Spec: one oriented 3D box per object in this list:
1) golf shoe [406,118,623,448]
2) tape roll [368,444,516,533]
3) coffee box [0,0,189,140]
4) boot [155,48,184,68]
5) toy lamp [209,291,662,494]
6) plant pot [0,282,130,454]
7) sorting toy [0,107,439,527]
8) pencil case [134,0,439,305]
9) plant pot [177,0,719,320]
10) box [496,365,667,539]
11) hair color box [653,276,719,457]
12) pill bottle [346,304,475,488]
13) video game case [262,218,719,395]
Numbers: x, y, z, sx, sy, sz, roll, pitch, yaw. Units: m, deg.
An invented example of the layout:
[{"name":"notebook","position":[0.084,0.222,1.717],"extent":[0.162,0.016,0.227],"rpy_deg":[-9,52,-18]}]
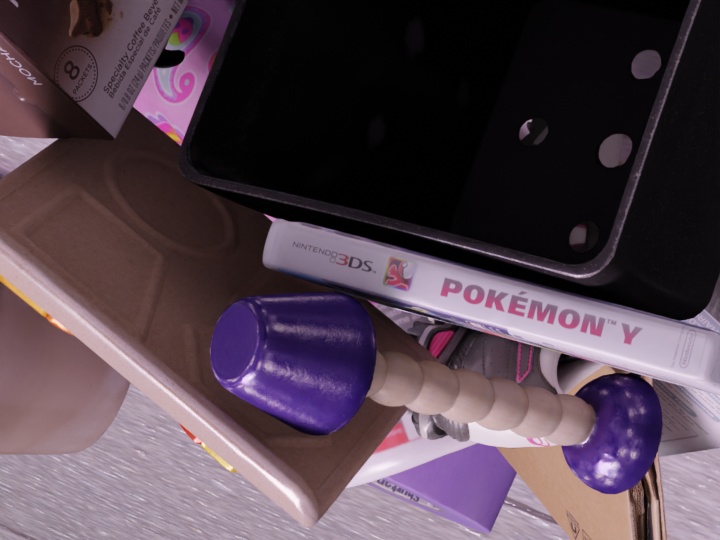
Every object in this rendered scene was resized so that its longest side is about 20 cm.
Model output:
[{"name":"golf shoe","position":[0.093,0.004,1.324],"extent":[0.088,0.200,0.077],"rpy_deg":[14,148,23]},{"name":"tape roll","position":[0.005,0.081,1.717],"extent":[0.200,0.085,0.200],"rpy_deg":[24,173,3]},{"name":"coffee box","position":[-0.116,-0.166,1.172],"extent":[0.080,0.200,0.113],"rpy_deg":[6,151,43]},{"name":"boot","position":[-0.147,-0.187,1.273],"extent":[0.138,0.077,0.200],"rpy_deg":[4,114,19]},{"name":"toy lamp","position":[0.030,0.048,1.118],"extent":[0.200,0.058,0.058],"rpy_deg":[17,168,-36]},{"name":"plant pot","position":[-0.253,0.045,1.905],"extent":[0.173,0.200,0.200],"rpy_deg":[19,167,-34]},{"name":"sorting toy","position":[-0.066,0.016,1.165],"extent":[0.185,0.036,0.200],"rpy_deg":[40,-158,2]},{"name":"pencil case","position":[-0.045,-0.069,1.329],"extent":[0.200,0.087,0.087],"rpy_deg":[46,173,34]},{"name":"plant pot","position":[0.076,-0.079,1.178],"extent":[0.199,0.200,0.177],"rpy_deg":[14,167,31]},{"name":"box","position":[0.097,0.061,1.432],"extent":[0.200,0.021,0.164],"rpy_deg":[-128,23,-51]},{"name":"hair color box","position":[0.160,0.034,1.402],"extent":[0.099,0.061,0.200],"rpy_deg":[42,167,-6]},{"name":"pill bottle","position":[0.000,0.000,1.431],"extent":[0.114,0.114,0.200],"rpy_deg":[-21,89,63]},{"name":"video game case","position":[0.074,0.020,1.159],"extent":[0.182,0.023,0.200],"rpy_deg":[15,179,17]}]
